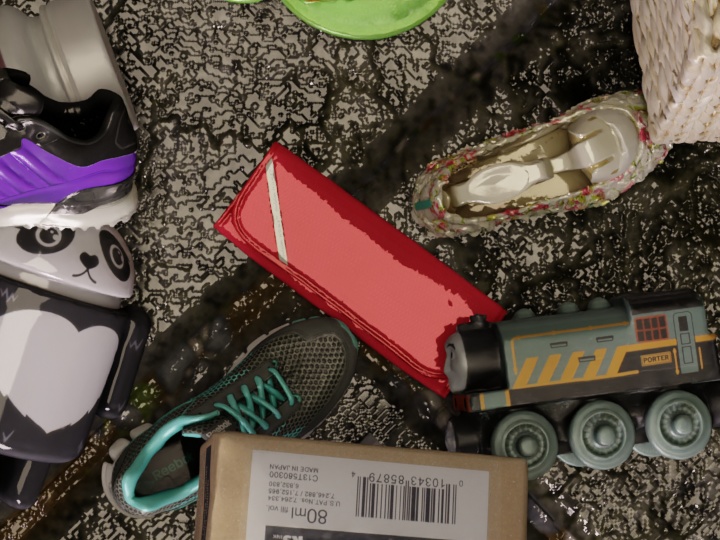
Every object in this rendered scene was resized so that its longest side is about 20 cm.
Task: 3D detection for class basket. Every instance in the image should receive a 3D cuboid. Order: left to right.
[{"bbox_3d":[0.261,-0.193,1.026,0.160,0.198,0.201,-7,78,0],"label":"basket"}]

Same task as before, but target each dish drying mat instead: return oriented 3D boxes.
[{"bbox_3d":[0.000,0.000,1.112,0.200,0.018,0.077,36,87,-3],"label":"dish drying mat"}]

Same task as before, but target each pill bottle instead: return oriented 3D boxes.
[{"bbox_3d":[-0.253,-0.102,1.047,0.199,0.114,0.115,-20,92,-3],"label":"pill bottle"}]

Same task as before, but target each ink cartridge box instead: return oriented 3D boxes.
[{"bbox_3d":[-0.003,0.190,0.984,0.199,0.075,0.166,6,75,-12],"label":"ink cartridge box"}]

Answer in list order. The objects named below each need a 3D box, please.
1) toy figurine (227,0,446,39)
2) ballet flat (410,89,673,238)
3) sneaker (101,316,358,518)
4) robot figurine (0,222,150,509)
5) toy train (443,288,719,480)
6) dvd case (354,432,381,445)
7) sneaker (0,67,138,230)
[{"bbox_3d":[-0.018,-0.231,1.026,0.199,0.184,0.151,-5,91,-3],"label":"toy figurine"},{"bbox_3d":[0.130,-0.069,1.097,0.199,0.064,0.076,-23,92,-4],"label":"ballet flat"},{"bbox_3d":[-0.083,0.104,1.071,0.200,0.091,0.078,-38,94,-3],"label":"sneaker"},{"bbox_3d":[-0.219,0.049,1.044,0.124,0.150,0.201,18,90,9],"label":"robot figurine"},{"bbox_3d":[0.151,0.077,1.092,0.199,0.085,0.115,-7,86,-6],"label":"toy train"},{"bbox_3d":[0.028,0.226,1.070,0.200,0.025,0.150,49,47,-2],"label":"dvd case"},{"bbox_3d":[-0.228,-0.074,0.959,0.199,0.070,0.100,-9,131,-25],"label":"sneaker"}]
